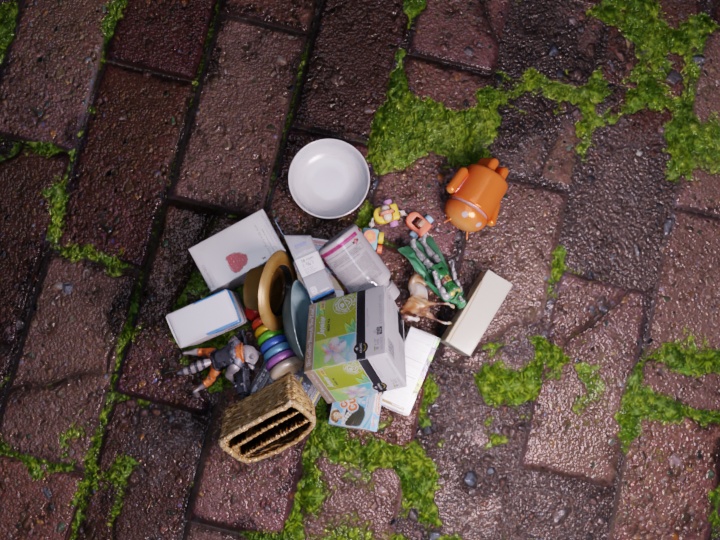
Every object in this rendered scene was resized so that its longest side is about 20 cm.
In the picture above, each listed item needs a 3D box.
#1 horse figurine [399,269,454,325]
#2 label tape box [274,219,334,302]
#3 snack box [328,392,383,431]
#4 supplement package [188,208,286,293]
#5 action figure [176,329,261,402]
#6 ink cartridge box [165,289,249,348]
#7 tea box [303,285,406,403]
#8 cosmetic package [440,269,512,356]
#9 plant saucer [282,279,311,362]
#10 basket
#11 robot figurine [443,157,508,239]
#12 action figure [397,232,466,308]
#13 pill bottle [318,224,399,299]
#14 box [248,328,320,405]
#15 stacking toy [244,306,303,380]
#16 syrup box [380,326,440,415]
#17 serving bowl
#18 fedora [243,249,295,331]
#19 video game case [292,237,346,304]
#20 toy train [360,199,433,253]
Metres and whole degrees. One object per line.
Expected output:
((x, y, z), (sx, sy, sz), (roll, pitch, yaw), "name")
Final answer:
((0.159, 0.054, 1.688), (0.132, 0.050, 0.200), (9, 53, -6), "horse figurine")
((-0.128, -0.030, 1.652), (0.063, 0.144, 0.200), (-24, 85, -4), "label tape box")
((-0.002, 0.272, 1.651), (0.116, 0.037, 0.200), (0, 71, 32), "snack box")
((-0.288, -0.040, 1.680), (0.200, 0.120, 0.121), (-30, 85, -4), "supplement package")
((-0.322, 0.237, 1.645), (0.193, 0.105, 0.200), (-22, 65, 14), "action figure")
((-0.348, 0.110, 1.621), (0.146, 0.200, 0.086), (-24, 86, -4), "ink cartridge box")
((-0.010, 0.167, 1.577), (0.196, 0.134, 0.200), (-16, 43, 16), "tea box")
((0.277, 0.104, 1.687), (0.073, 0.104, 0.200), (31, 83, 1), "cosmetic package")
((-0.144, 0.123, 1.604), (0.039, 0.201, 0.201), (-10, 84, 9), "plant saucer")
((-0.200, 0.354, 1.563), (0.200, 0.149, 0.143), (-29, 108, 2), "basket")
((0.284, -0.179, 1.713), (0.117, 0.144, 0.200), (29, 83, 24), "robot figurine")
((0.189, 0.006, 1.670), (0.118, 0.055, 0.200), (-26, 75, -34), "action figure")
((0.000, 0.000, 1.675), (0.113, 0.113, 0.200), (-37, 98, -5), "pill bottle")
((-0.165, 0.264, 1.685), (0.161, 0.049, 0.200), (27, 83, 4), "box")
((-0.215, 0.154, 1.642), (0.085, 0.085, 0.200), (-30, 70, -4), "stacking toy")
((0.114, 0.241, 1.679), (0.081, 0.079, 0.200), (22, 83, 1), "syrup box")
((-0.078, -0.221, 1.733), (0.200, 0.066, 0.201), (0, 83, -2), "serving bowl")
((-0.216, 0.043, 1.607), (0.082, 0.201, 0.201), (5, 83, 16), "fedora")
((-0.102, 0.022, 1.729), (0.143, 0.017, 0.200), (9, 84, 0), "video game case")
((0.080, -0.093, 1.728), (0.200, 0.056, 0.150), (-43, 86, -6), "toy train")
